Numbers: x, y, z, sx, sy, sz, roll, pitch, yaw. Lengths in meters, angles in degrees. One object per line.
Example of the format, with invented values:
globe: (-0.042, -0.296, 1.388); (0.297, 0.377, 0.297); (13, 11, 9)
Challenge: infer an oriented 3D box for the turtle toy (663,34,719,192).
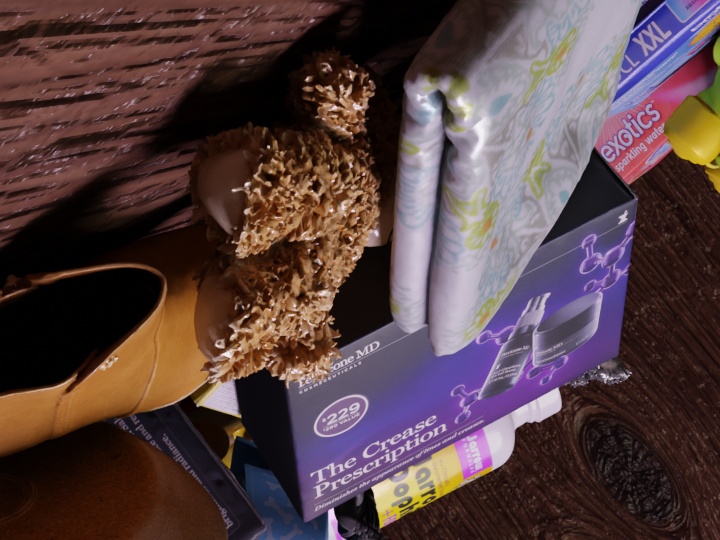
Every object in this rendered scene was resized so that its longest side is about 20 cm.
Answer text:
turtle toy: (0.262, -0.101, 1.059); (0.146, 0.101, 0.200); (-50, 148, 10)

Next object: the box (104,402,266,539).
box: (-0.173, 0.166, 0.926); (0.199, 0.118, 0.197); (-36, 174, -23)

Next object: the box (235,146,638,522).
box: (0.035, 0.023, 0.910); (0.199, 0.079, 0.142); (-27, 144, -15)

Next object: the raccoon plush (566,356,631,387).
raccoon plush: (0.075, 0.065, 1.070); (0.200, 0.135, 0.096); (-46, -142, -19)

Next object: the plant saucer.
plant saucer: (-0.156, 0.110, 0.754); (0.200, 0.199, 0.036); (-33, 130, -44)

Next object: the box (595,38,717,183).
box: (0.190, -0.133, 1.211); (0.094, 0.103, 0.200); (-32, 172, -39)

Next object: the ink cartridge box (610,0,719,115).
ink cartridge box: (0.161, -0.154, 1.014); (0.136, 0.077, 0.200); (-41, 172, 22)

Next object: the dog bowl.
dog bowl: (-0.052, 0.162, 1.034); (0.049, 0.113, 0.200); (6, -176, -7)

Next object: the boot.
boot: (-0.094, 0.020, 0.735); (0.200, 0.071, 0.144); (-29, 177, -26)

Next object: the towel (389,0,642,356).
towel: (0.072, -0.075, 0.769); (0.172, 0.048, 0.201); (-56, 163, -29)

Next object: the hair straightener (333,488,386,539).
hair straightener: (0.001, 0.118, 1.039); (0.040, 0.078, 0.200); (-13, -154, -1)

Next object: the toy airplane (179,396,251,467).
toy airplane: (-0.076, 0.159, 1.339); (0.140, 0.202, 0.199); (-7, 160, -35)

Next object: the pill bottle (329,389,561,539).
pill bottle: (0.035, 0.107, 1.230); (0.198, 0.105, 0.104); (-26, 172, -8)

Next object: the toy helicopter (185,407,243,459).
toy helicopter: (-0.104, 0.098, 1.152); (0.199, 0.080, 0.132); (-27, 164, 15)

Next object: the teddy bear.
teddy bear: (-0.019, -0.022, 0.742); (0.066, 0.147, 0.200); (5, 179, 14)

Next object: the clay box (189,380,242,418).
clay box: (0.000, 0.000, 0.963); (0.200, 0.048, 0.115); (-46, 148, 13)
